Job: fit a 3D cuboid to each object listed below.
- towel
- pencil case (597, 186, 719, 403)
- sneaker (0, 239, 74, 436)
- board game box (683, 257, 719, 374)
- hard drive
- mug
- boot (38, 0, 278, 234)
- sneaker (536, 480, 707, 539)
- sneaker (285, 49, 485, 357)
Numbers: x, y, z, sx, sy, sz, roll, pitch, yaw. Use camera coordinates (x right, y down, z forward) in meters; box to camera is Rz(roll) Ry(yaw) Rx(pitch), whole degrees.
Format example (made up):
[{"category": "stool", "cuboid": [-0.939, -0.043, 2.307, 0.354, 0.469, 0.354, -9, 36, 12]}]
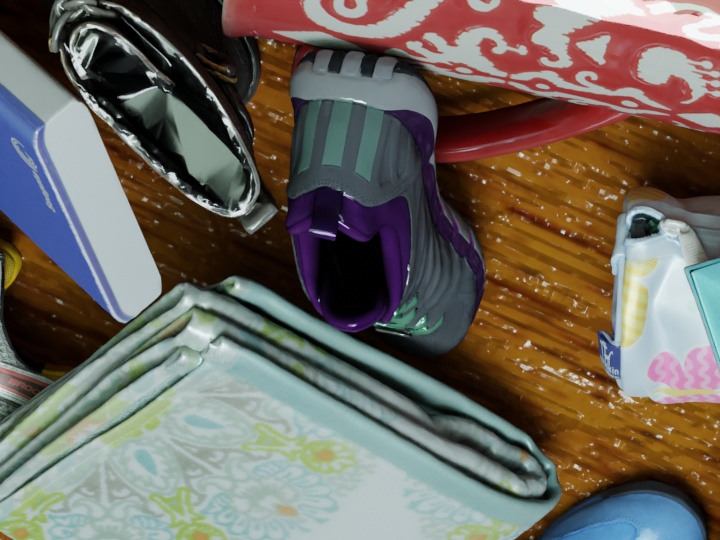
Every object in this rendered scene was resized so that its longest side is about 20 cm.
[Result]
[{"category": "towel", "cuboid": [-0.042, 0.089, 1.193, 0.200, 0.048, 0.171, 31, 132, -29]}, {"category": "pencil case", "cuboid": [0.196, 0.010, 1.127, 0.199, 0.083, 0.091, 3, 132, 11]}, {"category": "sneaker", "cuboid": [-0.193, -0.003, 1.228, 0.082, 0.078, 0.201, -34, 98, -4]}, {"category": "board game box", "cuboid": [0.238, 0.039, 1.051, 0.199, 0.047, 0.152, -18, 87, 11]}, {"category": "hard drive", "cuboid": [-0.162, -0.076, 1.113, 0.200, 0.025, 0.132, 41, 163, 30]}, {"category": "mug", "cuboid": [0.059, -0.123, 1.100, 0.199, 0.178, 0.134, 14, 72, 2]}, {"category": "boot", "cuboid": [-0.099, -0.110, 1.090, 0.069, 0.174, 0.200, -43, 101, 9]}, {"category": "sneaker", "cuboid": [0.068, 0.168, 1.228, 0.200, 0.078, 0.066, -37, 98, 22]}, {"category": "sneaker", "cuboid": [0.000, 0.000, 1.119, 0.074, 0.088, 0.200, 5, 151, 16]}]
